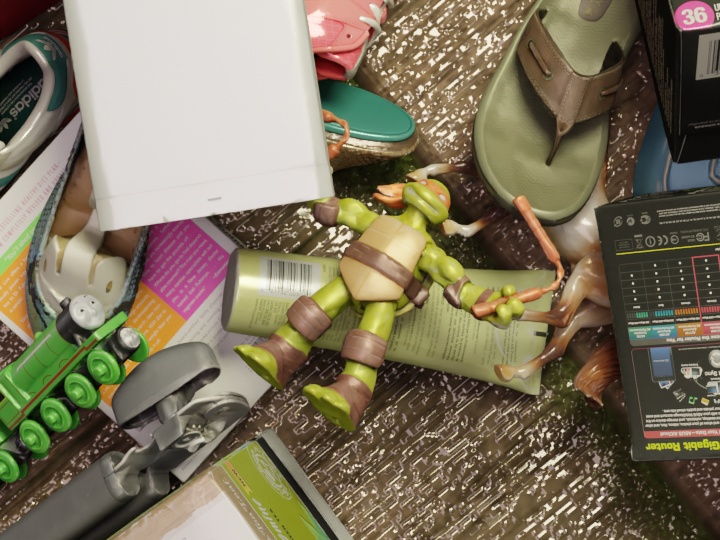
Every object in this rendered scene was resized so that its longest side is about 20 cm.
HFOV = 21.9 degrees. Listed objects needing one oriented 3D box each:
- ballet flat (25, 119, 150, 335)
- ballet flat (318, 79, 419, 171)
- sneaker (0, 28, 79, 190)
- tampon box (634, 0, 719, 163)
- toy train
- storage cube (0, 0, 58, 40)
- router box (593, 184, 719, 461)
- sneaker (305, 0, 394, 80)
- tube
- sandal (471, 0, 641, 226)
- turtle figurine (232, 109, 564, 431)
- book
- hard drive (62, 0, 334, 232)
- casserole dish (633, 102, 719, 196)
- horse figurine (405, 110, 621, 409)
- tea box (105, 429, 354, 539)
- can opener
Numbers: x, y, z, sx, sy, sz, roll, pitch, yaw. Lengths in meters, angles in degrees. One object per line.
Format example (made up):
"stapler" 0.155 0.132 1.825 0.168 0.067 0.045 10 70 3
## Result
"ballet flat" -0.154 -0.033 1.085 0.074 0.074 0.200 18 101 6
"ballet flat" -0.063 -0.093 1.136 0.200 0.071 0.065 21 122 8
"sneaker" -0.245 -0.071 1.135 0.070 0.093 0.200 44 96 3
"tampon box" 0.224 -0.182 1.012 0.150 0.126 0.200 -9 60 3
"toy train" -0.193 0.076 1.116 0.056 0.042 0.200 49 132 1
"storage cube" -0.282 -0.209 1.091 0.200 0.180 0.171 -34 88 6
"router box" 0.237 0.024 1.020 0.200 0.062 0.150 -6 95 35
"sneaker" -0.011 -0.153 1.090 0.200 0.074 0.087 -31 70 -12
"tube" 0.018 0.026 1.119 0.200 0.052 0.058 7 130 -11
"sandal" 0.121 -0.122 1.080 0.080 0.057 0.201 20 75 1
"turtle figurine" 0.000 0.000 1.061 0.200 0.064 0.161 33 77 11
"book" -0.138 0.014 1.151 0.200 0.048 0.134 42 96 2
"hard drive" -0.094 -0.130 1.028 0.132 0.026 0.200 -9 94 3
"casserole dish" 0.239 -0.093 1.104 0.121 0.039 0.200 21 96 6
"horse figurine" 0.118 -0.017 1.107 0.133 0.050 0.200 -22 80 -16
"tea box" -0.108 0.209 1.078 0.200 0.197 0.134 -37 88 6
"can opener" -0.148 0.114 1.129 0.200 0.053 0.067 -37 65 27
